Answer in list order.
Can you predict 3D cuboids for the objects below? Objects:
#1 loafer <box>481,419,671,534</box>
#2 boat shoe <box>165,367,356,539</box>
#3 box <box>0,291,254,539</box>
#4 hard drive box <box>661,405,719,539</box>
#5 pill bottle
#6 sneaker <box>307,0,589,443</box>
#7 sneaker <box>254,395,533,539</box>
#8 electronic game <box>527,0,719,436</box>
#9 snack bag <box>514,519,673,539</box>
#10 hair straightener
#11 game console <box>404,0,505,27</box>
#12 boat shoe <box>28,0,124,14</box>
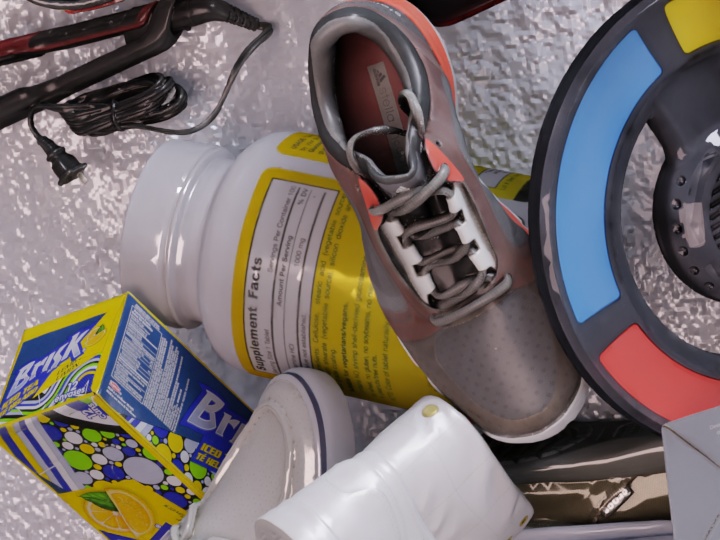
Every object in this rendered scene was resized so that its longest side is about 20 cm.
[{"bbox_3d":[0.106,0.106,1.222,0.200,0.075,0.070,-9,99,24],"label":"loafer"},{"bbox_3d":[-0.059,0.136,1.175,0.071,0.070,0.200,37,115,52],"label":"boat shoe"},{"bbox_3d":[-0.075,0.101,1.247,0.070,0.064,0.200,-20,128,34],"label":"box"},{"bbox_3d":[0.238,0.110,1.107,0.156,0.200,0.077,-20,55,26],"label":"hard drive box"},{"bbox_3d":[0.000,0.000,1.210,0.200,0.112,0.113,12,111,19],"label":"pill bottle"},{"bbox_3d":[0.024,-0.019,1.097,0.077,0.082,0.200,-29,84,12],"label":"sneaker"},{"bbox_3d":[0.033,0.143,1.156,0.074,0.116,0.200,32,151,38],"label":"sneaker"},{"bbox_3d":[0.158,-0.026,1.114,0.042,0.200,0.200,9,117,63],"label":"electronic game"},{"bbox_3d":[0.117,0.190,1.245,0.188,0.021,0.200,-8,127,23],"label":"snack bag"},{"bbox_3d":[-0.130,-0.080,1.278,0.200,0.041,0.077,-13,91,19],"label":"hair straightener"},{"bbox_3d":[0.053,-0.224,1.081,0.119,0.172,0.200,-17,79,-5],"label":"game console"},{"bbox_3d":[-0.071,-0.171,1.211,0.201,0.063,0.074,-25,92,25],"label":"boat shoe"}]
